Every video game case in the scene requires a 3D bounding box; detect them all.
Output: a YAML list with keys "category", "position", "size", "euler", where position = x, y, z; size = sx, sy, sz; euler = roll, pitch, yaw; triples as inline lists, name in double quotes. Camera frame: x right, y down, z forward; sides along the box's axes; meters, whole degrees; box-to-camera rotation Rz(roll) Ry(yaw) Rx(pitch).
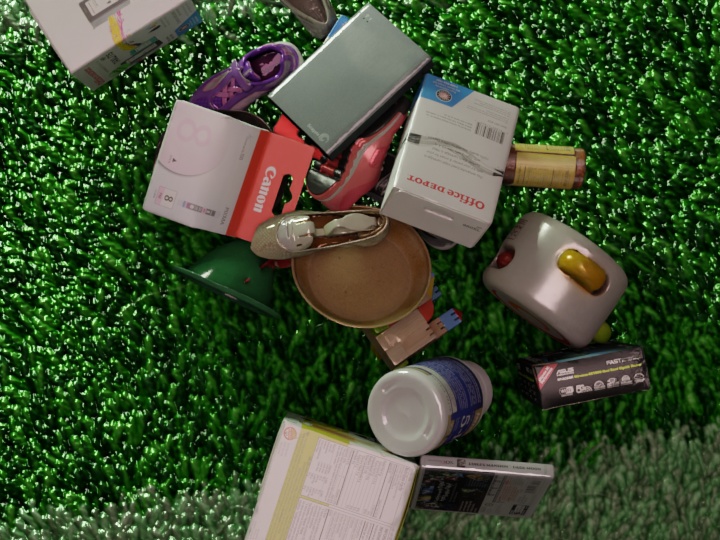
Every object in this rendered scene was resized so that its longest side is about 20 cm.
- category: "video game case"
  position: [0.167, 0.306, 1.684]
  size: [0.181, 0.200, 0.023]
  euler: [4, 63, 0]

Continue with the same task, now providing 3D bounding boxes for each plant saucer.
- category: "plant saucer"
  position: [0.000, 0.000, 1.695]
  size: [0.199, 0.035, 0.201]
  euler: [3, 59, -6]

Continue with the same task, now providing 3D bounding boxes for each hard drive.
- category: "hard drive"
  position: [-0.015, -0.267, 1.686]
  size: [0.200, 0.033, 0.140]
  euler: [-43, 65, -3]

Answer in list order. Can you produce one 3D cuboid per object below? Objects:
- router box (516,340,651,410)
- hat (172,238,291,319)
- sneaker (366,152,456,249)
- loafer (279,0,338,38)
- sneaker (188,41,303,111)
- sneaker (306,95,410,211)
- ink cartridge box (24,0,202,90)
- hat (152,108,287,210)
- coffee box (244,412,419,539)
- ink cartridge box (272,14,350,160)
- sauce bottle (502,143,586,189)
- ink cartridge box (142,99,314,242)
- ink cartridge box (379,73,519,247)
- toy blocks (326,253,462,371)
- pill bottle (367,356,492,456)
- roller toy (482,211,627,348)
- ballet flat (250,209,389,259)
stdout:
- category: "router box"
  position: [0.308, 0.144, 1.681]
  size: [0.149, 0.200, 0.062]
  euler: [-10, 89, -1]
- category: "hat"
  position: [-0.151, -0.039, 1.718]
  size: [0.165, 0.200, 0.177]
  euler: [22, 83, 25]
- category: "sneaker"
  position: [0.072, -0.111, 1.731]
  size: [0.200, 0.115, 0.075]
  euler: [39, 88, 1]
- category: "loafer"
  position: [-0.104, -0.432, 1.763]
  size: [0.070, 0.070, 0.200]
  euler: [-42, 89, -1]
- category: "sneaker"
  position: [-0.176, -0.273, 1.750]
  size: [0.200, 0.088, 0.081]
  euler: [-35, 91, 1]
- category: "sneaker"
  position: [0.004, -0.166, 1.709]
  size: [0.074, 0.087, 0.200]
  euler: [31, 77, 42]
- category: "ink cartridge box"
  position: [-0.358, -0.382, 1.723]
  size: [0.200, 0.147, 0.146]
  euler: [-33, 89, 0]
- category: "hat"
  position: [-0.209, -0.138, 1.723]
  size: [0.200, 0.081, 0.201]
  euler: [2, 108, 5]
- category: "coffee box"
  position: [-0.042, 0.327, 1.676]
  size: [0.197, 0.200, 0.201]
  euler: [18, 87, 0]
- category: "ink cartridge box"
  position: [-0.031, -0.257, 1.759]
  size: [0.116, 0.067, 0.200]
  euler: [32, 88, 1]
- category: "sauce bottle"
  position: [0.230, -0.157, 1.760]
  size: [0.199, 0.066, 0.066]
  euler: [5, 88, 1]
- category: "ink cartridge box"
  position: [-0.184, -0.130, 1.660]
  size: [0.199, 0.057, 0.163]
  euler: [20, 99, 2]
- category: "ink cartridge box"
  position: [0.124, -0.152, 1.659]
  size: [0.144, 0.084, 0.201]
  euler: [20, 62, -6]
- category: "toy blocks"
  position: [0.059, 0.045, 1.745]
  size: [0.136, 0.100, 0.200]
  euler: [-34, 81, -13]
- category: "pill bottle"
  position: [0.106, 0.184, 1.672]
  size: [0.119, 0.200, 0.120]
  euler: [3, 96, 30]
- category: "roller toy"
  position: [0.278, 0.008, 1.693]
  size: [0.182, 0.200, 0.140]
  euler: [34, 87, 33]
- category: "ballet flat"
  position: [-0.055, -0.060, 1.660]
  size: [0.199, 0.062, 0.068]
  euler: [-9, 79, -12]
